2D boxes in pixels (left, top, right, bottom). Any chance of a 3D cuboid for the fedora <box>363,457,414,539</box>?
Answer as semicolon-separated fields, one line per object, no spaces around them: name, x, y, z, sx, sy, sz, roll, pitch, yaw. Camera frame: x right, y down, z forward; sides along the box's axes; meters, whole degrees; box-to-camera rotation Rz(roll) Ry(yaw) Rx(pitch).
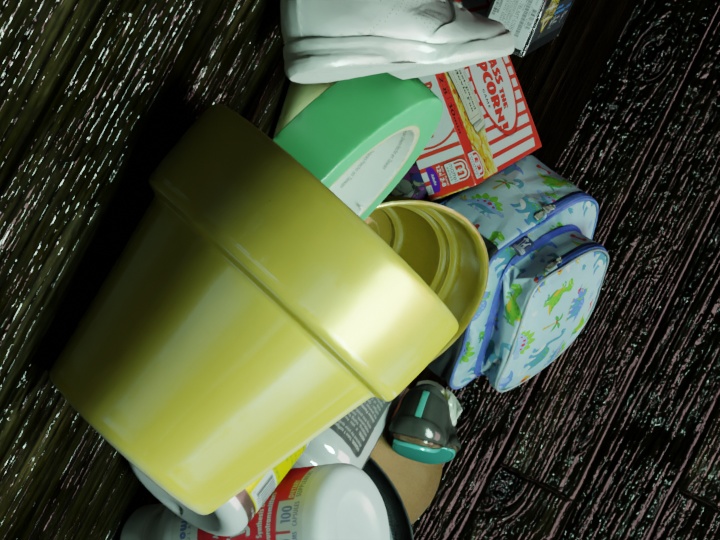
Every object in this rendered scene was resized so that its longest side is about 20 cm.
fedora;-0.052;0.245;1.575;0.201;0.200;0.092;-65;158;7

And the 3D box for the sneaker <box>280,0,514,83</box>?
sneaker;0.028;-0.175;1.166;0.200;0.075;0.089;-7;86;-46

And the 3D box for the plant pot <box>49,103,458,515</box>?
plant pot;-0.076;0.035;1.041;0.189;0.201;0.201;-47;169;-4

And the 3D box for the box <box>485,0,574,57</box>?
box;0.178;-0.293;1.522;0.199;0.050;0.200;-65;171;17

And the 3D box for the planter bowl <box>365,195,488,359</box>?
planter bowl;0.000;0.000;1.458;0.084;0.200;0.201;60;-40;45

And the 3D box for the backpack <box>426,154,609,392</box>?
backpack;0.141;0.004;1.609;0.200;0.147;0.183;-36;150;-41

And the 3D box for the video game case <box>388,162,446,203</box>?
video game case;0.065;-0.036;1.640;0.181;0.036;0.200;-41;151;-31

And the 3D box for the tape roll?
tape roll;-0.026;-0.065;1.259;0.200;0.048;0.200;-44;171;-9

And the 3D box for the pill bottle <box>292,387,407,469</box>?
pill bottle;-0.036;0.130;1.529;0.200;0.111;0.111;-59;170;-35

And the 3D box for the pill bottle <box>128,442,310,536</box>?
pill bottle;-0.079;0.095;1.322;0.200;0.109;0.109;-52;166;-25

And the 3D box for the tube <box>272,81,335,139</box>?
tube;-0.033;-0.124;1.267;0.200;0.058;0.052;113;-29;-41

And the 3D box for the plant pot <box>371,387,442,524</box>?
plant pot;-0.025;0.152;1.719;0.187;0.186;0.200;-60;156;-21

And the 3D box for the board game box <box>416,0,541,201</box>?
board game box;0.083;-0.153;1.487;0.046;0.152;0.200;-19;-174;25

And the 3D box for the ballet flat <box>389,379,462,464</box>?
ballet flat;0.064;0.138;1.594;0.200;0.068;0.069;86;18;-81

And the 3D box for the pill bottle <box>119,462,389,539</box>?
pill bottle;-0.087;0.217;1.374;0.112;0.200;0.112;29;55;-54
